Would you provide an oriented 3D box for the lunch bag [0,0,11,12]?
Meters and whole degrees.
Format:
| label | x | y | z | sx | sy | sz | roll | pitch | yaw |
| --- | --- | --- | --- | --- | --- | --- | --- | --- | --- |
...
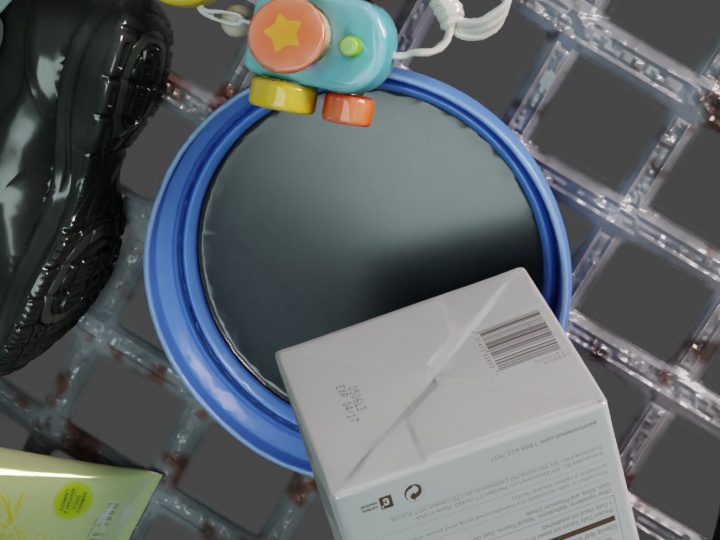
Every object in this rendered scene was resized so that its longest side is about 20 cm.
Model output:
| label | x | y | z | sx | sy | sz | roll | pitch | yaw |
| --- | --- | --- | --- | --- | --- | --- | --- | --- | --- |
| lunch bag | -0.232 | -0.141 | 0.942 | 0.160 | 0.077 | 0.200 | 45 | 111 | -5 |

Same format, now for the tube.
| label | x | y | z | sx | sy | sz | roll | pitch | yaw |
| --- | --- | --- | --- | --- | --- | --- | --- | --- | --- |
| tube | -0.198 | 0.108 | 1.046 | 0.200 | 0.052 | 0.058 | 17 | 155 | -29 |

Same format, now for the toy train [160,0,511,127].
| label | x | y | z | sx | sy | sz | roll | pitch | yaw |
| --- | --- | --- | --- | --- | --- | --- | --- | --- | --- |
| toy train | -0.034 | -0.159 | 0.934 | 0.150 | 0.056 | 0.200 | -39 | 82 | 15 |

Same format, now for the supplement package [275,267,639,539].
| label | x | y | z | sx | sy | sz | roll | pitch | yaw |
| --- | --- | --- | --- | --- | --- | --- | --- | --- | --- |
| supplement package | 0.054 | 0.124 | 0.944 | 0.120 | 0.121 | 0.200 | -19 | 121 | -4 |

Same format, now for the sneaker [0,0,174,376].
| label | x | y | z | sx | sy | sz | roll | pitch | yaw |
| --- | --- | --- | --- | --- | --- | --- | --- | --- | --- |
| sneaker | -0.156 | -0.046 | 1.022 | 0.091 | 0.076 | 0.200 | 24 | 104 | 16 |

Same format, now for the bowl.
| label | x | y | z | sx | sy | sz | roll | pitch | yaw |
| --- | --- | --- | --- | --- | --- | --- | --- | --- | --- |
| bowl | 0.000 | 0.000 | 1.006 | 0.200 | 0.039 | 0.201 | 4 | 107 | 13 |

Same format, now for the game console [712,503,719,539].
| label | x | y | z | sx | sy | sz | roll | pitch | yaw |
| --- | --- | --- | --- | --- | --- | --- | --- | --- | --- |
| game console | 0.250 | 0.157 | 0.950 | 0.200 | 0.119 | 0.173 | 11 | 108 | 11 |
